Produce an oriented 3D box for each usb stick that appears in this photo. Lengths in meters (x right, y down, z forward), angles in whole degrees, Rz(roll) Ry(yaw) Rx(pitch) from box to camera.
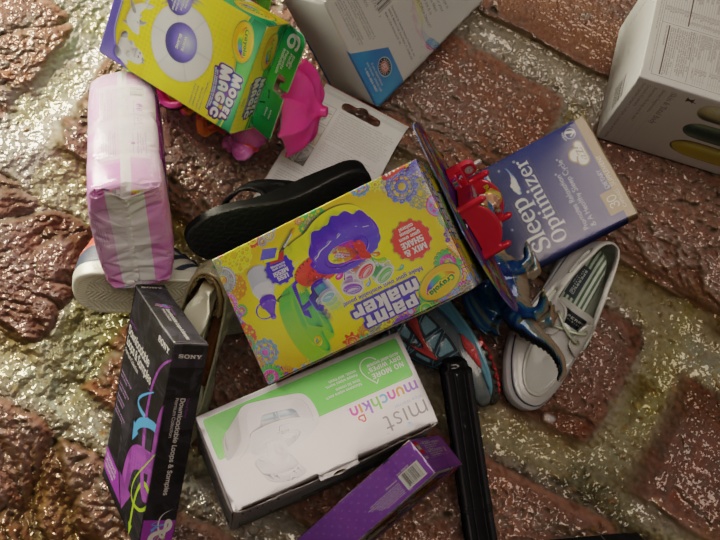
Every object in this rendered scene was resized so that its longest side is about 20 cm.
[{"bbox_3d":[0.105,0.185,1.102,0.032,0.055,0.202,-9,94,1],"label":"usb stick"}]

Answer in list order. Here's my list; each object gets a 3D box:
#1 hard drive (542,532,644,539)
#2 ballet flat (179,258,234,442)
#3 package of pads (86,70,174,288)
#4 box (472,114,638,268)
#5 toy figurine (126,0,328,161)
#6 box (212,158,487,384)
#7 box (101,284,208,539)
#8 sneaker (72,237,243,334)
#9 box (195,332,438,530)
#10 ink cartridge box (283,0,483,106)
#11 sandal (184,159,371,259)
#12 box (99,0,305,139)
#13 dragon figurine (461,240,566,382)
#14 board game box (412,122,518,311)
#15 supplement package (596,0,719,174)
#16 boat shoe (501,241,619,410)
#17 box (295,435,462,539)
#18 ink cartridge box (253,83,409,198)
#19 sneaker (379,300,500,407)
[{"bbox_3d":[0.174,0.326,1.077,0.198,0.038,0.141,-4,99,-8],"label":"hard drive"},{"bbox_3d":[-0.168,0.084,1.089,0.067,0.062,0.201,17,99,6],"label":"ballet flat"},{"bbox_3d":[-0.226,-0.092,1.109,0.075,0.121,0.201,-5,42,-10],"label":"package of pads"},{"bbox_3d":[0.176,-0.063,1.199,0.199,0.032,0.122,-28,76,8],"label":"box"},{"bbox_3d":[-0.123,-0.187,1.172,0.200,0.150,0.184,-41,69,6],"label":"toy figurine"},{"bbox_3d":[0.000,0.000,1.044,0.199,0.193,0.123,-25,88,9],"label":"box"},{"bbox_3d":[-0.189,0.129,1.028,0.036,0.143,0.201,6,106,-27],"label":"box"},{"bbox_3d":[-0.188,0.005,1.155,0.199,0.075,0.085,14,39,-16],"label":"sneaker"},{"bbox_3d":[-0.046,0.157,1.062,0.199,0.177,0.097,-22,76,-12],"label":"box"},{"bbox_3d":[0.031,-0.302,1.230,0.200,0.145,0.084,-46,41,-17],"label":"ink cartridge box"},{"bbox_3d":[-0.085,-0.064,1.141,0.199,0.076,0.048,-20,50,-18],"label":"sandal"},{"bbox_3d":[-0.153,-0.218,1.102,0.199,0.118,0.048,31,27,15],"label":"box"},{"bbox_3d":[0.140,0.036,1.139,0.099,0.059,0.201,-23,67,14],"label":"dragon figurine"},{"bbox_3d":[0.114,-0.060,1.061,0.039,0.158,0.201,-29,59,11],"label":"board game box"},{"bbox_3d":[0.387,-0.211,1.241,0.199,0.152,0.152,17,71,-1],"label":"supplement package"},{"bbox_3d":[0.207,0.049,1.174,0.073,0.067,0.201,29,70,-13],"label":"boat shoe"},{"bbox_3d":[-0.004,0.228,1.028,0.200,0.137,0.039,-42,75,7],"label":"box"},{"bbox_3d":[-0.041,-0.089,1.209,0.108,0.050,0.201,28,70,4],"label":"ink cartridge box"},{"bbox_3d":[0.065,0.067,1.169,0.095,0.079,0.200,-36,75,2],"label":"sneaker"}]
